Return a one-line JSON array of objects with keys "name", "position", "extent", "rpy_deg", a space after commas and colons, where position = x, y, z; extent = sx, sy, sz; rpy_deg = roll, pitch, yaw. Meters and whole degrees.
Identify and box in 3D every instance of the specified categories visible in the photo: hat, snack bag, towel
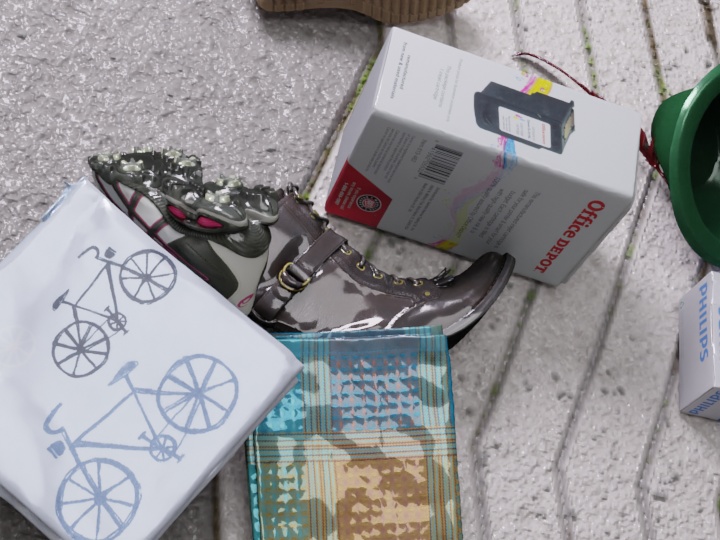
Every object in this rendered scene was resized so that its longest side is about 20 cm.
[{"name": "hat", "position": [0.266, -0.111, 1.129], "extent": [0.166, 0.176, 0.200], "rpy_deg": [-23, 111, -27]}, {"name": "snack bag", "position": [-0.169, 0.067, 0.826], "extent": [0.200, 0.021, 0.189], "rpy_deg": [40, 73, 3]}, {"name": "towel", "position": [-0.004, 0.137, 0.887], "extent": [0.147, 0.022, 0.200], "rpy_deg": [-3, 80, -9]}]

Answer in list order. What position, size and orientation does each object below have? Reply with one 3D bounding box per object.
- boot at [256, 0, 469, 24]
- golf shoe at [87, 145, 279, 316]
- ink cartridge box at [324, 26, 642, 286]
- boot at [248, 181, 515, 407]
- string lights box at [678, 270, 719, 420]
[{"name": "boot", "position": [-0.006, -0.296, 1.107], "extent": [0.200, 0.072, 0.166], "rpy_deg": [-1, 67, -13]}, {"name": "golf shoe", "position": [-0.133, -0.034, 0.912], "extent": [0.077, 0.088, 0.200], "rpy_deg": [-9, 24, -34]}, {"name": "ink cartridge box", "position": [0.090, -0.080, 0.987], "extent": [0.200, 0.146, 0.083], "rpy_deg": [18, 59, -8]}, {"name": "boot", "position": [0.000, 0.000, 0.965], "extent": [0.200, 0.069, 0.174], "rpy_deg": [-40, 81, -26]}, {"name": "string lights box", "position": [0.356, 0.077, 1.038], "extent": [0.200, 0.059, 0.103], "rpy_deg": [13, 61, -10]}]
